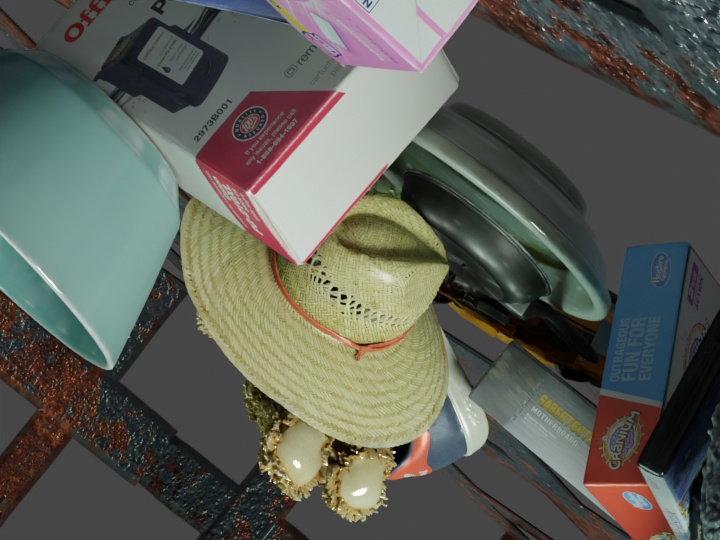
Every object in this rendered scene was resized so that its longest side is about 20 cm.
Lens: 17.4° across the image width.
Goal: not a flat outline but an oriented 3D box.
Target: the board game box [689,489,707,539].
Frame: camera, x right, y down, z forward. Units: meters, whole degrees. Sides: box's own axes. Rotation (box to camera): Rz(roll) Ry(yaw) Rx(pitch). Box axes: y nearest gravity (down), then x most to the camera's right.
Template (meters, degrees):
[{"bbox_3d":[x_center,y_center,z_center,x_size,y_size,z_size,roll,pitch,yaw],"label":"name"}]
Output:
[{"bbox_3d":[0.233,0.132,1.243,0.035,0.135,0.200,47,165,26],"label":"board game box"}]

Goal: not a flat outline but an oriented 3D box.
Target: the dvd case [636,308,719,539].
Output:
[{"bbox_3d":[0.195,0.069,1.207,0.018,0.143,0.200,25,168,23],"label":"dvd case"}]

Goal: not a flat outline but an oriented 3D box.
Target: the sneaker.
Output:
[{"bbox_3d":[0.002,0.042,1.504,0.201,0.084,0.075,61,164,2],"label":"sneaker"}]

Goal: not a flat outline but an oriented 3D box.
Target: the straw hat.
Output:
[{"bbox_3d":[0.000,0.000,1.367,0.201,0.085,0.202,27,-139,-27],"label":"straw hat"}]

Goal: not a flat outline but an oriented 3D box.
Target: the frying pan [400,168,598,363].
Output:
[{"bbox_3d":[0.077,-0.001,1.439,0.115,0.031,0.190,35,169,30],"label":"frying pan"}]

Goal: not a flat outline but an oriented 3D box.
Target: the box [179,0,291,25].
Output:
[{"bbox_3d":[-0.098,-0.182,1.229,0.200,0.032,0.121,7,-143,-47],"label":"box"}]

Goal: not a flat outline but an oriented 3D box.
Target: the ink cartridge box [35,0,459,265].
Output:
[{"bbox_3d":[-0.068,-0.117,1.347,0.200,0.145,0.084,33,167,36],"label":"ink cartridge box"}]

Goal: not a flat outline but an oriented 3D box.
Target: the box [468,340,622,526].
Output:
[{"bbox_3d":[0.165,0.127,1.523,0.158,0.048,0.200,40,-179,22],"label":"box"}]

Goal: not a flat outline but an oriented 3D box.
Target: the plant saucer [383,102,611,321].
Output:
[{"bbox_3d":[0.081,-0.050,1.414,0.200,0.050,0.200,38,173,5],"label":"plant saucer"}]

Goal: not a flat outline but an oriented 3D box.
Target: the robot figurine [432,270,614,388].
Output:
[{"bbox_3d":[0.102,0.019,1.570,0.199,0.058,0.145,29,176,-5],"label":"robot figurine"}]

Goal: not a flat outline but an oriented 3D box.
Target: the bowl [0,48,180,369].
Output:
[{"bbox_3d":[-0.179,-0.049,1.336,0.201,0.105,0.201,41,168,11],"label":"bowl"}]

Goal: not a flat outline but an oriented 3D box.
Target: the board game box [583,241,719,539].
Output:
[{"bbox_3d":[0.198,0.099,1.356,0.040,0.154,0.200,-4,147,31],"label":"board game box"}]

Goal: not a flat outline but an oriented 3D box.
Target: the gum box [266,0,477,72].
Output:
[{"bbox_3d":[-0.034,-0.177,1.131,0.200,0.066,0.113,41,172,-19],"label":"gum box"}]

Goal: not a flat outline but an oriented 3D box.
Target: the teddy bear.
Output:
[{"bbox_3d":[-0.037,0.061,1.404,0.145,0.067,0.201,5,-126,-46],"label":"teddy bear"}]

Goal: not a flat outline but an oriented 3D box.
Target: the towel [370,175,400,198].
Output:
[{"bbox_3d":[0.086,-0.008,1.699,0.200,0.037,0.148,41,173,-18],"label":"towel"}]

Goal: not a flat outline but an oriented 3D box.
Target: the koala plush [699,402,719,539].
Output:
[{"bbox_3d":[0.253,0.088,1.019,0.177,0.184,0.200,39,161,-7],"label":"koala plush"}]
